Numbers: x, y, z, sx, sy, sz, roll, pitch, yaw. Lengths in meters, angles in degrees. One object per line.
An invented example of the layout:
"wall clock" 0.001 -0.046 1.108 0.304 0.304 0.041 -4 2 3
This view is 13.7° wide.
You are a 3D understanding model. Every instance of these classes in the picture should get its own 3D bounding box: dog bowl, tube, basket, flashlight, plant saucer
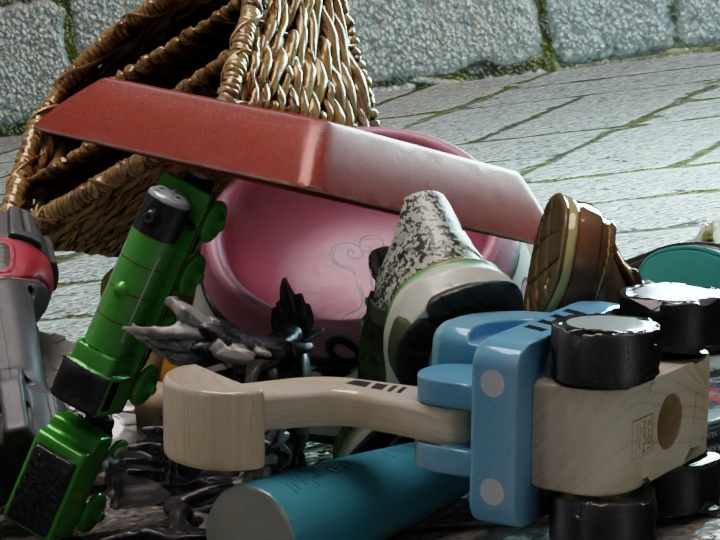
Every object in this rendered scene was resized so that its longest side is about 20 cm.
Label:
"dog bowl" 0.000 0.000 1.643 0.199 0.074 0.200 -4 42 3
"tube" 0.010 0.102 1.377 0.077 0.051 0.200 -16 0 38
"basket" -0.113 -0.103 1.754 0.200 0.143 0.149 -28 -23 35
"flashlight" -0.186 0.048 1.592 0.068 0.068 0.200 25 29 -30
"plant saucer" -0.028 -0.057 1.505 0.200 0.037 0.199 14 2 41

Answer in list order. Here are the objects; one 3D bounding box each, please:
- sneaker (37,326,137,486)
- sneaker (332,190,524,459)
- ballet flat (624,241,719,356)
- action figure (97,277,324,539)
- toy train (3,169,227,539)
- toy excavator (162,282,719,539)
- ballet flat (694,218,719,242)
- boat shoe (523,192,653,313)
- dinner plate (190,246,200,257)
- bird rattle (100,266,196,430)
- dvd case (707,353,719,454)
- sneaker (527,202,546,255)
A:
"sneaker" -0.191 0.081 1.667 0.076 0.081 0.200 -20 33 -35
"sneaker" 0.027 0.033 1.443 0.077 0.089 0.200 -3 -33 -19
"ballet flat" 0.162 0.026 1.655 0.073 0.073 0.200 -17 5 -43
"action figure" -0.073 0.071 1.431 0.102 0.119 0.200 11 19 8
"toy train" -0.121 0.042 1.463 0.042 0.200 0.056 27 12 20
"toy excavator" 0.039 0.063 1.316 0.200 0.100 0.194 6 13 32
"ballet flat" 0.226 -0.003 1.781 0.068 0.063 0.200 -9 8 2
"boat shoe" 0.112 0.016 1.441 0.067 0.072 0.200 10 -18 4
"dinner plate" -0.014 0.003 1.825 0.200 0.024 0.200 4 -18 1
"bird rattle" -0.064 0.058 1.712 0.199 0.113 0.163 9 27 24
"dvd case" 0.167 0.070 1.499 0.199 0.022 0.146 -12 9 -22
"sneaker" 0.074 -0.014 2.002 0.099 0.078 0.200 -14 8 -11
